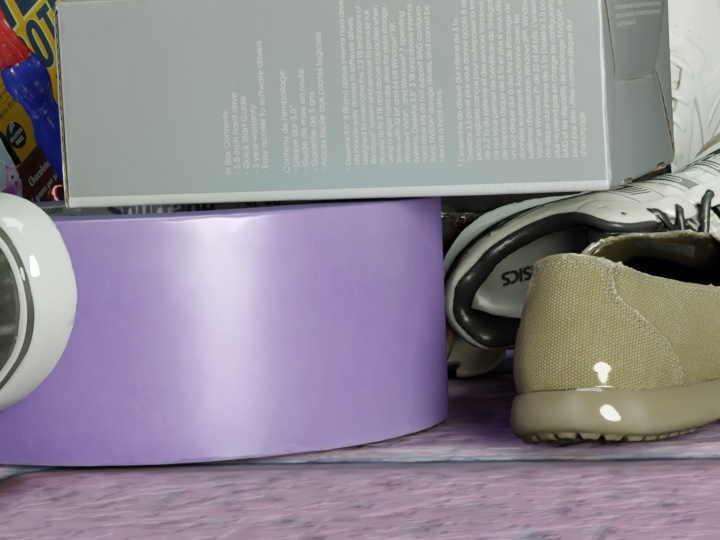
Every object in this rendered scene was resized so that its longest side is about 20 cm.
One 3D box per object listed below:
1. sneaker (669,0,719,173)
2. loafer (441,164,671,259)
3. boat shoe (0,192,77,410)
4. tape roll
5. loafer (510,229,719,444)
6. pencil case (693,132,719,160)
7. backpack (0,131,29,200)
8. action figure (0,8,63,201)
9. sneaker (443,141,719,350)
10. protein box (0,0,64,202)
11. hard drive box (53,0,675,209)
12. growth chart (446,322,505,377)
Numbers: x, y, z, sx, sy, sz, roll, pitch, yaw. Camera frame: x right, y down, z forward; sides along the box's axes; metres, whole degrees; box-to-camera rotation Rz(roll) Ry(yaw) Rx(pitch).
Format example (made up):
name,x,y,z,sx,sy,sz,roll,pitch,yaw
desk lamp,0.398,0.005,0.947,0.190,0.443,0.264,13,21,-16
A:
name,x,y,z,sx,sy,sz,roll,pitch,yaw
sneaker,0.136,-0.058,1.174,0.078,0.201,0.099,7,20,9
loafer,0.037,-0.032,1.078,0.199,0.072,0.073,-18,41,-8
boat shoe,-0.174,0.030,0.847,0.200,0.071,0.064,-23,-4,41
tape roll,-0.068,0.016,0.935,0.199,0.085,0.200,-3,4,0
loafer,0.117,0.019,0.894,0.076,0.068,0.200,0,5,29
pencil case,0.188,-0.022,1.125,0.078,0.090,0.200,30,3,11
backpack,-0.236,-0.015,1.075,0.200,0.167,0.127,1,39,33
action figure,-0.109,-0.050,1.068,0.065,0.200,0.099,-22,18,-3
sneaker,0.126,-0.006,1.000,0.199,0.076,0.088,-19,6,13
protein box,-0.234,-0.092,1.197,0.198,0.200,0.135,-17,27,35
hard drive box,0.007,-0.069,0.944,0.199,0.077,0.156,-1,5,16
growth chart,0.000,0.000,1.119,0.199,0.018,0.145,0,42,15
